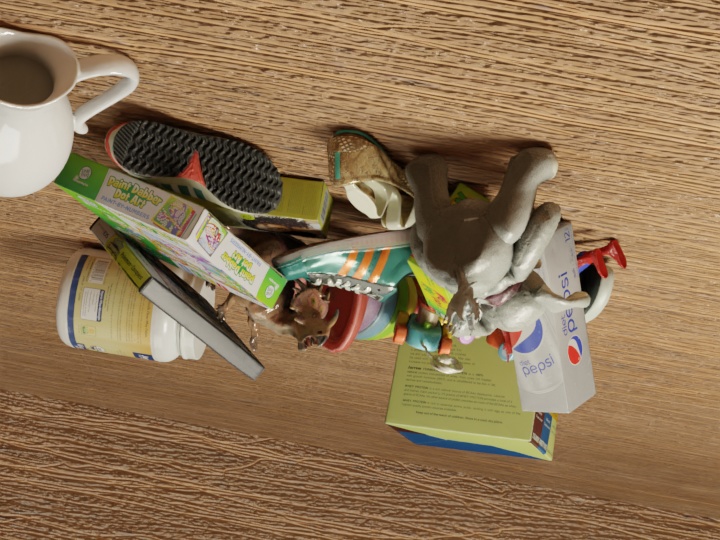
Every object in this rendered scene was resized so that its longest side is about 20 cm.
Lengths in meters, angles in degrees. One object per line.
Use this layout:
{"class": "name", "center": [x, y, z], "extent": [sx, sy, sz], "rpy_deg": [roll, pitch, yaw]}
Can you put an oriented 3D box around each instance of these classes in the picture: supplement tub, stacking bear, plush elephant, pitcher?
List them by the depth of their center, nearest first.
{"class": "pitcher", "center": [-0.308, -0.151, 1.380], "extent": [0.170, 0.122, 0.200], "rpy_deg": [-1, 158, -19]}
{"class": "plush elephant", "center": [0.138, -0.008, 1.420], "extent": [0.164, 0.202, 0.155], "rpy_deg": [-8, 153, 30]}
{"class": "stacking bear", "center": [0.022, 0.039, 1.778], "extent": [0.121, 0.114, 0.199], "rpy_deg": [37, -164, 37]}
{"class": "supplement tub", "center": [-0.316, 0.051, 2.035], "extent": [0.198, 0.146, 0.144], "rpy_deg": [9, 165, 6]}

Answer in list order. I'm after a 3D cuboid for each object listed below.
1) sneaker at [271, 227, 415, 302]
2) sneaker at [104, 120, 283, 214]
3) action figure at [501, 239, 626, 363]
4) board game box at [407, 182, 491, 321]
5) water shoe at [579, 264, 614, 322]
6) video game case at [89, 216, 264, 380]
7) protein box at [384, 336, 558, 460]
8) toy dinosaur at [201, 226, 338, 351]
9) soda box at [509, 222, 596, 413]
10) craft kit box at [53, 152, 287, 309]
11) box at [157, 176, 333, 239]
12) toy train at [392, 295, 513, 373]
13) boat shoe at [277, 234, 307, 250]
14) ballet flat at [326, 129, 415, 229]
{"class": "sneaker", "center": [0.000, 0.000, 1.633], "extent": [0.198, 0.081, 0.071], "rpy_deg": [-9, -177, -13]}
{"class": "sneaker", "center": [-0.179, -0.114, 1.522], "extent": [0.199, 0.071, 0.093], "rpy_deg": [16, -178, -28]}
{"class": "action figure", "center": [0.218, 0.040, 1.651], "extent": [0.199, 0.100, 0.065], "rpy_deg": [-18, -179, 45]}
{"class": "board game box", "center": [0.111, -0.011, 1.585], "extent": [0.047, 0.102, 0.200], "rpy_deg": [33, 171, 17]}
{"class": "water shoe", "center": [0.221, 0.026, 1.727], "extent": [0.078, 0.072, 0.200], "rpy_deg": [21, 161, -25]}
{"class": "video game case", "center": [-0.214, 0.031, 1.678], "extent": [0.200, 0.026, 0.181], "rpy_deg": [42, 180, -38]}
{"class": "protein box", "center": [0.159, 0.128, 1.888], "extent": [0.197, 0.202, 0.135], "rpy_deg": [4, 164, 21]}
{"class": "toy dinosaur", "center": [-0.102, 0.010, 1.675], "extent": [0.135, 0.201, 0.086], "rpy_deg": [-24, 170, 17]}
{"class": "soda box", "center": [0.204, 0.052, 1.580], "extent": [0.063, 0.202, 0.068], "rpy_deg": [-1, -165, 38]}
{"class": "craft kit box", "center": [-0.204, -0.042, 1.564], "extent": [0.199, 0.049, 0.198], "rpy_deg": [22, 166, 32]}
{"class": "box", "center": [-0.135, -0.079, 1.620], "extent": [0.198, 0.051, 0.075], "rpy_deg": [8, 165, 11]}
{"class": "toy train", "center": [0.131, 0.070, 1.725], "extent": [0.150, 0.056, 0.199], "rpy_deg": [27, -161, 35]}
{"class": "boat shoe", "center": [-0.151, -0.033, 1.754], "extent": [0.198, 0.075, 0.073], "rpy_deg": [13, 165, -14]}
{"class": "ballet flat", "center": [0.026, -0.079, 1.482], "extent": [0.070, 0.066, 0.200], "rpy_deg": [-2, 161, 38]}
